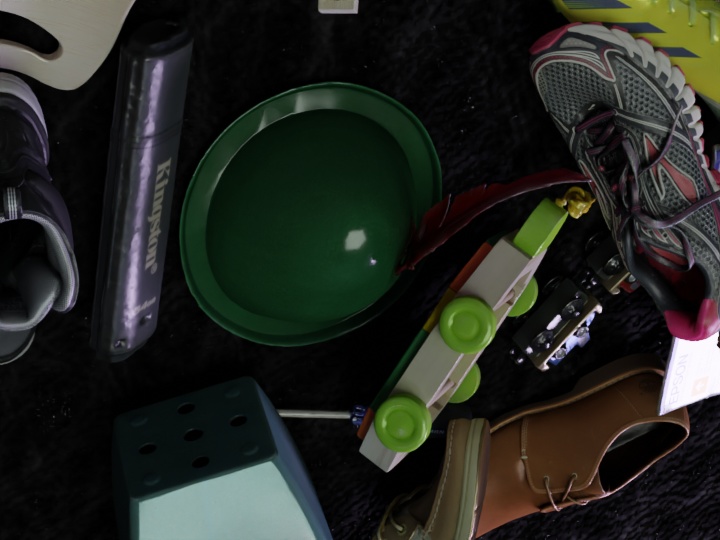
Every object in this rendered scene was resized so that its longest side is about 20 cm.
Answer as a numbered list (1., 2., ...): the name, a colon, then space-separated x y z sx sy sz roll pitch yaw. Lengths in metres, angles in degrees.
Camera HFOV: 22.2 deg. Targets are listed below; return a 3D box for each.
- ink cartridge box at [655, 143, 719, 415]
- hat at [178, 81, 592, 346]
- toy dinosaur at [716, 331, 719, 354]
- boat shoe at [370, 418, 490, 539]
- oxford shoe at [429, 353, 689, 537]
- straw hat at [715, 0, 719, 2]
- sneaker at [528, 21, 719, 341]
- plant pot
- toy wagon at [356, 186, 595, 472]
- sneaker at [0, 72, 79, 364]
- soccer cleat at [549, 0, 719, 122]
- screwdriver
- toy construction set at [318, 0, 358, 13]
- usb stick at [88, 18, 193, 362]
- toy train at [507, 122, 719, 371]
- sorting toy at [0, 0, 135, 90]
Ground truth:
1. ink cartridge box: 0.274 -0.016 1.182 0.198 0.041 0.202 -11 125 -29
2. hat: 0.000 0.000 1.017 0.164 0.176 0.202 -3 121 -20
3. toy dinosaur: 0.278 -0.033 1.119 0.200 0.061 0.106 -43 158 5
4. boat shoe: 0.038 0.183 1.186 0.066 0.074 0.202 15 111 6
5. oxford shoe: 0.126 0.131 1.214 0.199 0.072 0.071 -32 129 8
6. straw hat: 0.267 -0.180 1.070 0.199 0.085 0.203 -10 122 -16
7. sneaker: 0.162 -0.053 1.039 0.201 0.080 0.075 52 49 -13
8. plant pot: -0.081 0.179 1.119 0.140 0.142 0.202 -17 121 -5
9. toy wagon: 0.069 0.028 1.092 0.039 0.155 0.201 34 104 8
10. sneaker: -0.193 0.003 0.968 0.075 0.114 0.201 -7 136 -17
11. soccer cleat: 0.191 -0.137 1.039 0.199 0.084 0.065 34 73 -9
12. screwdriver: -0.021 0.090 1.159 0.198 0.028 0.029 5 161 -23
13. toy construction set: -0.006 -0.208 0.903 0.091 0.133 0.200 -13 168 -1
14. usb stick: -0.123 -0.043 1.022 0.032 0.055 0.202 18 119 13
15. toy train: 0.170 -0.012 1.170 0.200 0.034 0.046 -46 138 9
16. sorting toy: -0.179 -0.161 0.904 0.198 0.107 0.181 -5 134 -29
